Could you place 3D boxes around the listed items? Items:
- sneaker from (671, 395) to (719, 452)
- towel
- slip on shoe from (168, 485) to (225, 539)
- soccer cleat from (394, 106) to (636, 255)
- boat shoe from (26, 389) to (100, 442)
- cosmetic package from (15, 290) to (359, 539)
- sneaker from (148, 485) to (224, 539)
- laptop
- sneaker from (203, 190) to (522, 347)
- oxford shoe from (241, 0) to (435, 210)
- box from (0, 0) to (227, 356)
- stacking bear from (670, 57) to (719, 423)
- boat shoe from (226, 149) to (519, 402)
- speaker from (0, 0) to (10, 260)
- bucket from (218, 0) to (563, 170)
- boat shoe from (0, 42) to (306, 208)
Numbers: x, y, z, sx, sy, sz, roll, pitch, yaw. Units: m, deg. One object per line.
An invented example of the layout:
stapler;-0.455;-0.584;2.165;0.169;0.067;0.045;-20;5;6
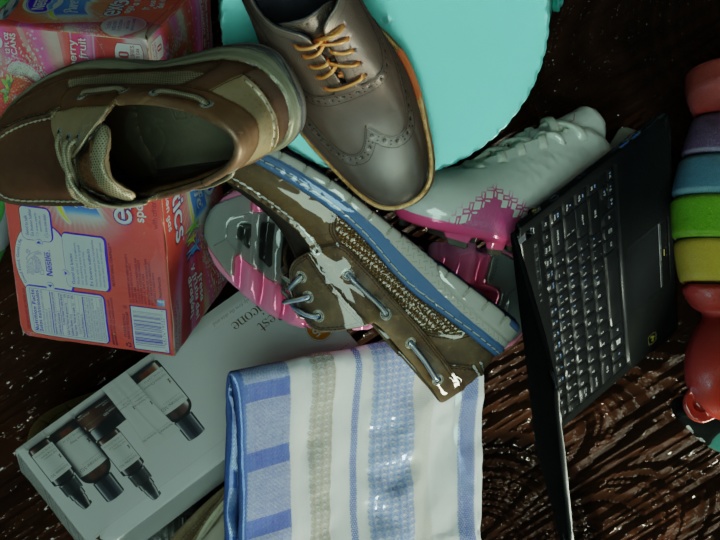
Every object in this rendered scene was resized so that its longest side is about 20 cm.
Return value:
sneaker;0.261;0.028;1.134;0.080;0.071;0.200;21;108;-11
towel;0.001;0.116;1.091;0.200;0.024;0.147;-6;100;-43
slip on shoe;-0.047;0.133;1.111;0.200;0.061;0.076;-50;127;-20
soccer cleat;0.097;-0.056;1.072;0.200;0.070;0.086;1;107;-45
boat shoe;-0.108;0.097;1.164;0.200;0.073;0.065;-12;151;-9
cosmetic package;-0.099;0.084;1.105;0.200;0.051;0.083;-37;77;-18
sneaker;-0.046;0.143;1.180;0.200;0.066;0.091;2;102;-2
laptop;0.146;0.045;1.046;0.200;0.103;0.177;-36;138;-26
sneaker;0.000;0.000;1.111;0.200;0.095;0.079;17;93;-12
oxford shoe;-0.021;-0.112;0.946;0.071;0.073;0.200;-27;106;9
box;-0.143;-0.063;1.065;0.103;0.095;0.200;6;120;15
stacking bear;0.231;-0.009;1.067;0.121;0.114;0.200;8;85;-16
boat shoe;-0.007;0.001;1.026;0.200;0.072;0.072;36;89;-10
speaker;-0.237;-0.100;1.088;0.088;0.088;0.200;10;108;-3
bucket;0.014;-0.154;1.042;0.207;0.135;0.207;0;108;0
boat shoe;-0.125;-0.067;0.951;0.200;0.072;0.076;-13;113;33
